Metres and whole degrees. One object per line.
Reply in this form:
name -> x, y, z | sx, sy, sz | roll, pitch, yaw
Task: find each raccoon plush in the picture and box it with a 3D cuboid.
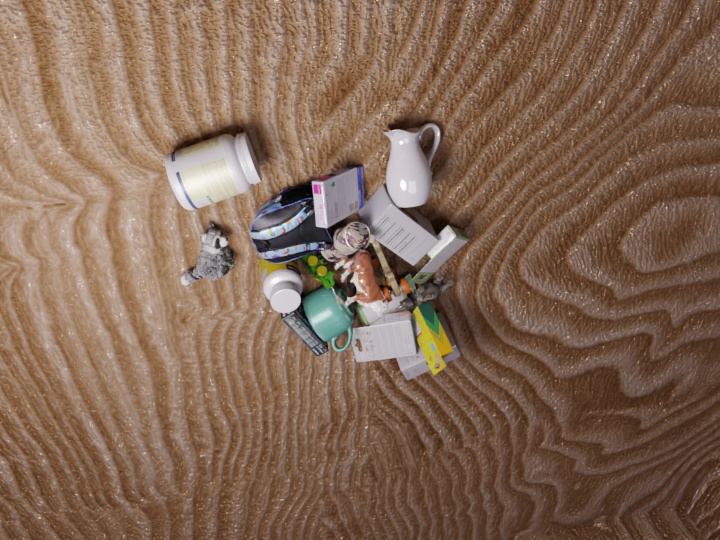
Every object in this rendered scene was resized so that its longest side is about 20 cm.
raccoon plush -> -0.437, -0.039, 1.586 | 0.198, 0.097, 0.135 | -27, 121, 6

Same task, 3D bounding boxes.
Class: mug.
mug -> -0.080, 0.132, 1.764 | 0.114, 0.152, 0.186 | -30, 117, 9

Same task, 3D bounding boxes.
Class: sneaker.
sneaker -> 0.000, 0.000, 1.731 | 0.075, 0.091, 0.202 | -7, 127, -7

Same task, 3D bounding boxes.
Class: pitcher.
pitcher -> 0.145, -0.280, 1.535 | 0.170, 0.121, 0.202 | -16, 109, -22

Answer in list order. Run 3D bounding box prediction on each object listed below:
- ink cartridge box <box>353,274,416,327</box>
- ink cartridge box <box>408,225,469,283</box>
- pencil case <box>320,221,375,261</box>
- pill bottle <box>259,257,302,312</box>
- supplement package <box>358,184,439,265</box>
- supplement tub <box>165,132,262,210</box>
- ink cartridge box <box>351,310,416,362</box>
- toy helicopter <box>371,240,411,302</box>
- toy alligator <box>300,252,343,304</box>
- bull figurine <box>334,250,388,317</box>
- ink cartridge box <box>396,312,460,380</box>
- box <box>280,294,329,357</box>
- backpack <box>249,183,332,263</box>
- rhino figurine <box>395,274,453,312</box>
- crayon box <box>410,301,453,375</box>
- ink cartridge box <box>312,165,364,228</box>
ink cartridge box -> 0.089, 0.109, 1.859 | 0.199, 0.048, 0.146 | -38, 131, -13
ink cartridge box -> 0.224, -0.045, 1.738 | 0.200, 0.048, 0.145 | -44, 162, 19
pencil case -> -0.042, -0.076, 1.607 | 0.089, 0.079, 0.200 | 27, 161, -19
pill bottle -> -0.218, 0.022, 1.616 | 0.110, 0.201, 0.112 | -8, 129, -10
supplement package -> 0.107, -0.126, 1.647 | 0.199, 0.114, 0.110 | 33, 114, -32
supplement tub -> -0.352, -0.243, 1.413 | 0.198, 0.146, 0.146 | -19, 129, -1
ink cartridge box -> 0.071, 0.212, 1.845 | 0.197, 0.050, 0.163 | -7, 129, 8
toy helicopter -> 0.074, -0.014, 1.733 | 0.078, 0.132, 0.202 | -24, 111, 0
toy alligator -> -0.103, 0.008, 1.694 | 0.054, 0.200, 0.059 | -41, 177, -24
bull figurine -> 0.006, 0.045, 1.668 | 0.120, 0.065, 0.202 | -19, 100, -15
ink cartridge box -> 0.211, 0.249, 1.936 | 0.198, 0.146, 0.084 | -25, 141, 5
box -> -0.172, 0.141, 1.747 | 0.046, 0.160, 0.200 | -29, 129, 10
backpack -> -0.192, -0.120, 1.557 | 0.198, 0.135, 0.184 | -20, 130, 1
rhino figurine -> 0.193, 0.079, 1.821 | 0.199, 0.060, 0.088 | -28, 170, -16
crayon box -> 0.220, 0.212, 1.809 | 0.050, 0.202, 0.127 | -18, 163, -18
ink cartridge box -> -0.054, -0.198, 1.522 | 0.042, 0.200, 0.121 | 10, 116, 30
